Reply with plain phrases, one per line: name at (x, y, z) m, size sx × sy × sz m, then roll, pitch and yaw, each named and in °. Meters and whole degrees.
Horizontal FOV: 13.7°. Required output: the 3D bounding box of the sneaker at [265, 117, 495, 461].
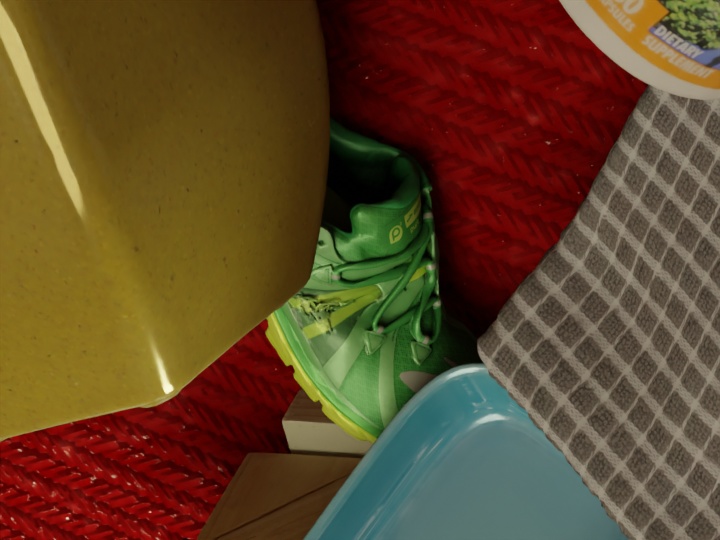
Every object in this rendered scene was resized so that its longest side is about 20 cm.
sneaker at (0.000, 0.000, 1.216) m, size 0.083 × 0.074 × 0.200 m, roll -27°, pitch 111°, yaw 43°

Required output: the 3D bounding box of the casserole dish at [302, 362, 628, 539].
casserole dish at (0.035, 0.132, 1.189) m, size 0.121 × 0.200 × 0.039 m, roll 36°, pitch 179°, yaw 24°

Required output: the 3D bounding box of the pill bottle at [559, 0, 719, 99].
pill bottle at (0.153, -0.152, 0.973) m, size 0.112 × 0.112 × 0.200 m, roll 40°, pitch 134°, yaw -9°

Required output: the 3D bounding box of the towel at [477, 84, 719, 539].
towel at (0.143, 0.026, 1.075) m, size 0.200 × 0.085 × 0.166 m, roll 49°, pitch 125°, yaw 37°

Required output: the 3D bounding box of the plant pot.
plant pot at (-0.123, -0.051, 1.122) m, size 0.193 × 0.195 × 0.201 m, roll -14°, pitch 106°, yaw 34°

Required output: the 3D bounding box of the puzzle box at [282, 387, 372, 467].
puzzle box at (0.073, 0.114, 1.307) m, size 0.199 × 0.025 × 0.134 m, roll 3°, pitch 127°, yaw 24°

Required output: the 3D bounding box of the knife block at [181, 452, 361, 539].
knife block at (-0.030, 0.156, 1.253) m, size 0.199 × 0.176 × 0.064 m, roll 1°, pitch 128°, yaw 25°
